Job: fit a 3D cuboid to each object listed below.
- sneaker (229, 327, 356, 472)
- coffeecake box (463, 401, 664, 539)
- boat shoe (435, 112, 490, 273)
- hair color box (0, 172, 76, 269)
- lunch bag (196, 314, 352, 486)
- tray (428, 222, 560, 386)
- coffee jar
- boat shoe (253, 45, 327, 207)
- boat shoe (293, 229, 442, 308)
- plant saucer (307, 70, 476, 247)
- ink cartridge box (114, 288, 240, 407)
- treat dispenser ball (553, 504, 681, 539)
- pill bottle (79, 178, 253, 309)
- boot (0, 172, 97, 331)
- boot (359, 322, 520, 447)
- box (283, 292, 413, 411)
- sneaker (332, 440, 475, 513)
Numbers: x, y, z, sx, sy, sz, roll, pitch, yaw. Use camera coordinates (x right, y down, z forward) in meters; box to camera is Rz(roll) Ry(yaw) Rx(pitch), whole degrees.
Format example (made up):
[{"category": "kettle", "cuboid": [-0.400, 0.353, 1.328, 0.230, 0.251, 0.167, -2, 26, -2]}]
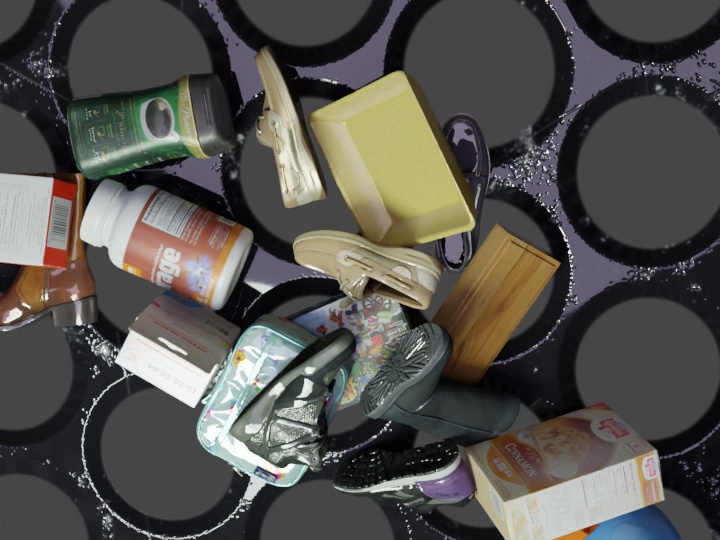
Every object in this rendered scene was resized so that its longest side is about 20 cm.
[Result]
[{"category": "sneaker", "cuboid": [-0.055, 0.161, 1.315, 0.114, 0.076, 0.200, 42, 104, -6]}, {"category": "coffeecake box", "cuboid": [0.249, 0.251, 1.361, 0.198, 0.154, 0.074, -17, 108, -9]}, {"category": "boat shoe", "cuboid": [0.125, -0.094, 1.370, 0.072, 0.063, 0.202, 4, 102, 3]}, {"category": "hair color box", "cuboid": [-0.466, -0.067, 1.389, 0.198, 0.064, 0.112, 6, 87, 14]}, {"category": "lunch bag", "cuboid": [-0.114, 0.167, 1.396, 0.159, 0.077, 0.201, 27, 102, -2]}, {"category": "tray", "cuboid": [0.158, 0.048, 1.389, 0.098, 0.037, 0.201, 25, 105, -33]}, {"category": "coffee jar", "cuboid": [-0.257, -0.181, 1.368, 0.198, 0.085, 0.106, -10, 91, 7]}, {"category": "boat shoe", "cuboid": [-0.100, -0.176, 1.365, 0.064, 0.071, 0.202, -17, 101, 7]}, {"category": "boat shoe", "cuboid": [0.000, 0.000, 1.361, 0.198, 0.071, 0.065, 11, 66, 24]}, {"category": "plant saucer", "cuboid": [0.046, -0.131, 1.334, 0.199, 0.048, 0.201, -15, 104, 51]}, {"category": "ink cartridge box", "cuboid": [-0.228, 0.098, 1.367, 0.114, 0.200, 0.068, 30, 103, -2]}, {"category": "treat dispenser ball", "cuboid": [0.312, 0.377, 1.385, 0.198, 0.201, 0.203, 1, 102, 4]}, {"category": "pill bottle", "cuboid": [-0.245, -0.038, 1.385, 0.198, 0.112, 0.113, 23, 103, -1]}, {"category": "boot", "cuboid": [-0.438, -0.026, 1.428, 0.186, 0.068, 0.202, -4, 96, 16]}, {"category": "boot", "cuboid": [0.123, 0.149, 1.365, 0.199, 0.066, 0.165, 23, 131, -28]}, {"category": "box", "cuboid": [-0.025, 0.106, 1.436, 0.198, 0.038, 0.138, -23, 99, 9]}, {"category": "sneaker", "cuboid": [0.055, 0.285, 1.428, 0.199, 0.076, 0.088, -12, 118, 35]}]
